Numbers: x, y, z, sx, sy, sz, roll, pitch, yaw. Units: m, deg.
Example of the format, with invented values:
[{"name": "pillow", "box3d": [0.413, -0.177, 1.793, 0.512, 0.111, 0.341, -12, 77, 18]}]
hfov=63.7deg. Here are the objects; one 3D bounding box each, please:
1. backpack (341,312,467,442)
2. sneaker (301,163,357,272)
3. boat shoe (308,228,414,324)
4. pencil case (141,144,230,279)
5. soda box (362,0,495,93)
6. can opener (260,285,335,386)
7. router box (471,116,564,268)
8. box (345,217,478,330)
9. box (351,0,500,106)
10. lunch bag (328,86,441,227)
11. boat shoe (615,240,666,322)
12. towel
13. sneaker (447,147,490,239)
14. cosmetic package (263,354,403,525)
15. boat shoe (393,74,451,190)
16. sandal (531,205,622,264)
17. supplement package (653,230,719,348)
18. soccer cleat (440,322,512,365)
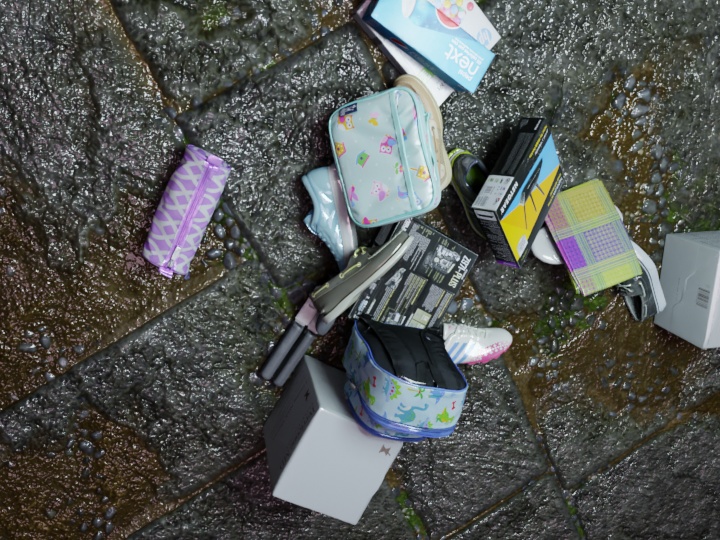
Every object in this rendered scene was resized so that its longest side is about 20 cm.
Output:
[{"name": "backpack", "box3d": [0.068, 0.180, 0.911, 0.179, 0.200, 0.150, 12, 105, -18]}, {"name": "sneaker", "box3d": [-0.052, -0.074, 0.974, 0.080, 0.074, 0.205, -9, 107, 8]}, {"name": "boat shoe", "box3d": [-0.001, 0.000, 0.922, 0.201, 0.072, 0.061, -43, 85, 16]}, {"name": "pencil case", "box3d": [-0.271, -0.091, 0.897, 0.082, 0.086, 0.204, 21, 100, -20]}, {"name": "soda box", "box3d": [0.104, -0.355, 0.882, 0.197, 0.064, 0.069, 29, 99, -21]}, {"name": "can opener", "box3d": [-0.103, 0.119, 1.011, 0.053, 0.067, 0.202, 32, 96, -20]}, {"name": "router box", "box3d": [0.270, -0.131, 0.975, 0.202, 0.050, 0.150, -58, 136, -20]}, {"name": "box", "box3d": [0.082, 0.014, 1.016, 0.161, 0.086, 0.203, 25, 99, -19]}, {"name": "box", "box3d": [0.107, -0.391, 0.927, 0.156, 0.041, 0.200, -46, 112, 3]}, {"name": "lunch bag", "box3d": [0.042, -0.177, 0.899, 0.157, 0.077, 0.205, -12, 94, 23]}, {"name": "boat shoe", "box3d": [0.542, 0.026, 1.143, 0.071, 0.072, 0.201, -40, 113, -4]}, {"name": "towel", "box3d": [0.416, -0.065, 1.056, 0.140, 0.023, 0.204, -18, 75, -10]}, {"name": "sneaker", "box3d": [0.216, -0.120, 1.013, 0.074, 0.081, 0.201, -40, 111, 1]}, {"name": "cosmetic package", "box3d": [-0.055, 0.284, 1.002, 0.164, 0.200, 0.170, 28, 98, -20]}, {"name": "boat shoe", "box3d": [0.098, -0.216, 0.949, 0.070, 0.065, 0.203, -7, 118, 36]}, {"name": "sandal", "box3d": [0.408, -0.061, 1.093, 0.199, 0.050, 0.084, -22, 71, -12]}, {"name": "supplement package", "box3d": [0.726, 0.031, 1.152, 0.195, 0.147, 0.196, -4, 107, -12]}, {"name": "soccer cleat", "box3d": [0.193, 0.133, 1.087, 0.195, 0.070, 0.088, -16, 114, -8]}]
